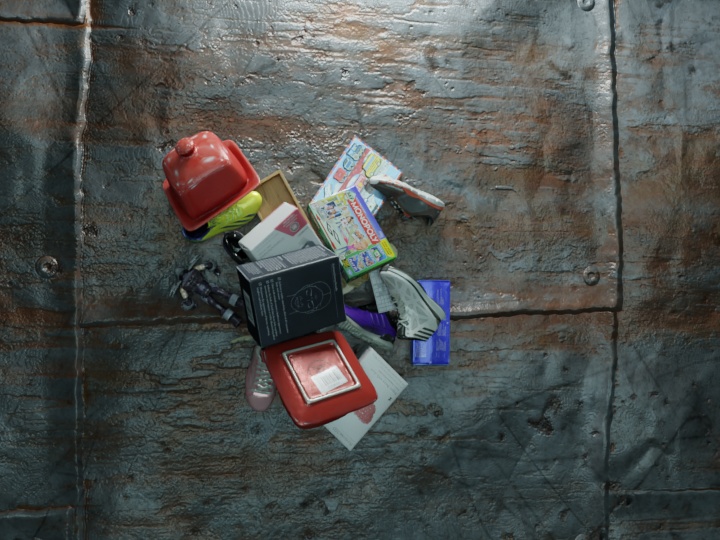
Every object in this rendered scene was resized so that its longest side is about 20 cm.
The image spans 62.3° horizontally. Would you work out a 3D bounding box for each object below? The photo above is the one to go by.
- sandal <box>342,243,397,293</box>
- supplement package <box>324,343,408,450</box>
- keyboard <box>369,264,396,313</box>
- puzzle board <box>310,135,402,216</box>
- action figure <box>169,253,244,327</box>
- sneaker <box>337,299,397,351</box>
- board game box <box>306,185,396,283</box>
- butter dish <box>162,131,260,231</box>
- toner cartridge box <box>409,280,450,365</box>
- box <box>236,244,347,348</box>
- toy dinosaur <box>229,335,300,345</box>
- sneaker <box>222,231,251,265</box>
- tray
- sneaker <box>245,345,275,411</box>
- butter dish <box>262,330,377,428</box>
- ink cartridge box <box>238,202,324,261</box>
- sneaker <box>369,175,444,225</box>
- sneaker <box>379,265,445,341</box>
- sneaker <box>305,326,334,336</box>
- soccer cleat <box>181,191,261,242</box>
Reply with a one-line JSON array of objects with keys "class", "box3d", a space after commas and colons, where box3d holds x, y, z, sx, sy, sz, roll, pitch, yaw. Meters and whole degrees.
[{"class": "sandal", "box3d": [-0.003, -0.005, 1.414, 0.209, 0.070, 0.079, -29, 93, -7]}, {"class": "supplement package", "box3d": [-0.005, 0.290, 1.387, 0.121, 0.120, 0.200, 43, 85, -6]}, {"class": "keyboard", "box3d": [0.043, -0.004, 1.399, 0.055, 0.011, 0.204, -11, 83, -30]}, {"class": "puzzle board", "box3d": [-0.008, -0.200, 1.442, 0.149, 0.017, 0.202, 34, 86, -6]}, {"class": "action figure", "box3d": [-0.350, 0.050, 1.369, 0.198, 0.069, 0.131, 35, 92, -3]}, {"class": "sneaker", "box3d": [0.015, 0.106, 1.399, 0.199, 0.069, 0.101, 35, 69, -35]}, {"class": "board game box", "box3d": [-0.021, -0.086, 1.370, 0.133, 0.029, 0.202, -24, 75, -24]}, {"class": "butter dish", "box3d": [-0.352, -0.225, 1.296, 0.198, 0.149, 0.200, -34, 54, -6]}, {"class": "toner cartridge box", "box3d": [0.168, 0.126, 1.452, 0.093, 0.043, 0.205, 2, 89, -7]}, {"class": "box", "box3d": [-0.143, 0.049, 1.248, 0.196, 0.107, 0.152, -15, 112, -22]}, {"class": "toy dinosaur", "box3d": [-0.183, 0.148, 1.313, 0.197, 0.047, 0.090, 20, 68, -23]}, {"class": "sneaker", "box3d": [-0.242, -0.010, 1.371, 0.199, 0.088, 0.076, 40, 84, -6]}, {"class": "tray", "box3d": [-0.182, -0.123, 1.407, 0.098, 0.037, 0.202, -30, 95, -7]}, {"class": "sneaker", "box3d": [-0.220, 0.230, 1.365, 0.074, 0.105, 0.205, 11, 89, -11]}, {"class": "butter dish", "box3d": [-0.097, 0.254, 1.261, 0.197, 0.149, 0.201, -11, 49, -32]}, {"class": "ink cartridge box", "box3d": [-0.154, -0.025, 1.333, 0.145, 0.084, 0.201, -42, 122, -13]}, {"class": "sneaker", "box3d": [0.105, -0.162, 1.426, 0.197, 0.077, 0.083, 21, 104, -13]}, {"class": "sneaker", "box3d": [0.101, 0.087, 1.361, 0.200, 0.075, 0.116, 42, 67, -15]}, {"class": "sneaker", "box3d": [-0.094, 0.189, 1.410, 0.081, 0.075, 0.203, 22, 92, -23]}, {"class": "soccer cleat", "box3d": [-0.313, -0.118, 1.350, 0.197, 0.084, 0.066, -26, 93, 4]}]
